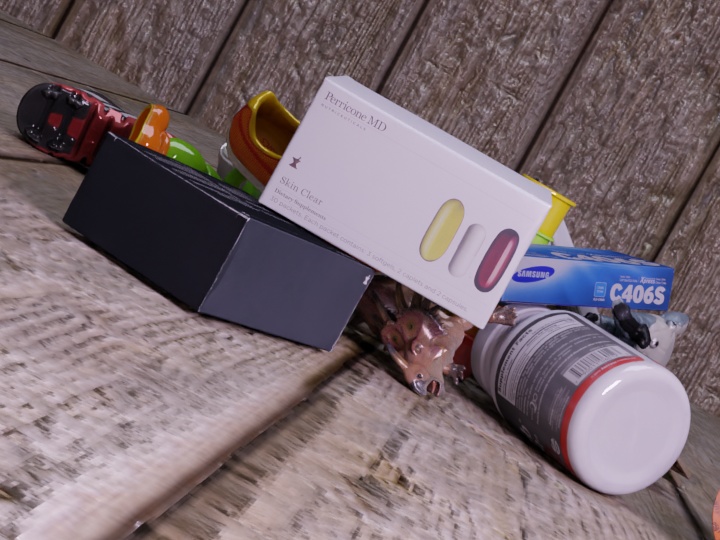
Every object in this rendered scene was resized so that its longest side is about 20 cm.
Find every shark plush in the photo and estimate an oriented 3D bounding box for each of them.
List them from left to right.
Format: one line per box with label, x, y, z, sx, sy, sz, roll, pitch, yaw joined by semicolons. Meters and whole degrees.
shark plush;0.231;0.065;1.539;0.083;0.091;0.200;25;5;15

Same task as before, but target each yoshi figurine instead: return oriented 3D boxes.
yoshi figurine;-0.127;-0.073;1.554;0.200;0.112;0.112;32;-4;-20

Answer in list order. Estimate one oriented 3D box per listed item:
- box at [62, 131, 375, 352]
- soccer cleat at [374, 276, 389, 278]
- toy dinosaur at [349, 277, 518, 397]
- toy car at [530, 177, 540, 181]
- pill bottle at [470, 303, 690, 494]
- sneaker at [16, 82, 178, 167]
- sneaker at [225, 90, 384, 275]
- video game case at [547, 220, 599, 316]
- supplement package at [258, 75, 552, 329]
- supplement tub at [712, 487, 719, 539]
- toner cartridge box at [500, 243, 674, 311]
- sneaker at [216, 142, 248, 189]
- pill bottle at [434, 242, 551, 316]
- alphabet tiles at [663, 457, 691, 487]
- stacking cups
box;-0.099;-0.017;1.263;0.141;0.079;0.200;28;3;28
soccer cleat;0.000;0.000;1.588;0.200;0.067;0.081;60;33;-22
toy dinosaur;0.037;0.042;1.484;0.135;0.086;0.200;17;6;-40
toy car;0.126;-0.028;1.896;0.158;0.200;0.164;46;5;-4
pill bottle;0.181;0.101;1.473;0.116;0.116;0.200;27;5;-30
sneaker;-0.227;-0.118;1.627;0.200;0.071;0.098;27;7;-13
sneaker;-0.032;-0.070;1.484;0.200;0.073;0.077;39;-37;-2
video game case;0.219;0.050;1.818;0.200;0.023;0.183;94;-22;-72
supplement package;0.041;-0.059;1.370;0.199;0.111;0.156;29;9;2
supplement tub;0.360;0.208;1.364;0.122;0.123;0.200;32;5;36
toner cartridge box;0.180;0.003;1.569;0.199;0.043;0.095;4;8;-35
sneaker;-0.048;-0.061;1.639;0.199;0.116;0.074;15;43;4
pill bottle;0.086;0.002;1.739;0.199;0.113;0.112;6;6;-3
alphabet tiles;0.240;0.136;1.701;0.200;0.006;0.167;30;-20;53
stacking cups;0.128;0.007;1.643;0.060;0.201;0.061;30;7;-4
